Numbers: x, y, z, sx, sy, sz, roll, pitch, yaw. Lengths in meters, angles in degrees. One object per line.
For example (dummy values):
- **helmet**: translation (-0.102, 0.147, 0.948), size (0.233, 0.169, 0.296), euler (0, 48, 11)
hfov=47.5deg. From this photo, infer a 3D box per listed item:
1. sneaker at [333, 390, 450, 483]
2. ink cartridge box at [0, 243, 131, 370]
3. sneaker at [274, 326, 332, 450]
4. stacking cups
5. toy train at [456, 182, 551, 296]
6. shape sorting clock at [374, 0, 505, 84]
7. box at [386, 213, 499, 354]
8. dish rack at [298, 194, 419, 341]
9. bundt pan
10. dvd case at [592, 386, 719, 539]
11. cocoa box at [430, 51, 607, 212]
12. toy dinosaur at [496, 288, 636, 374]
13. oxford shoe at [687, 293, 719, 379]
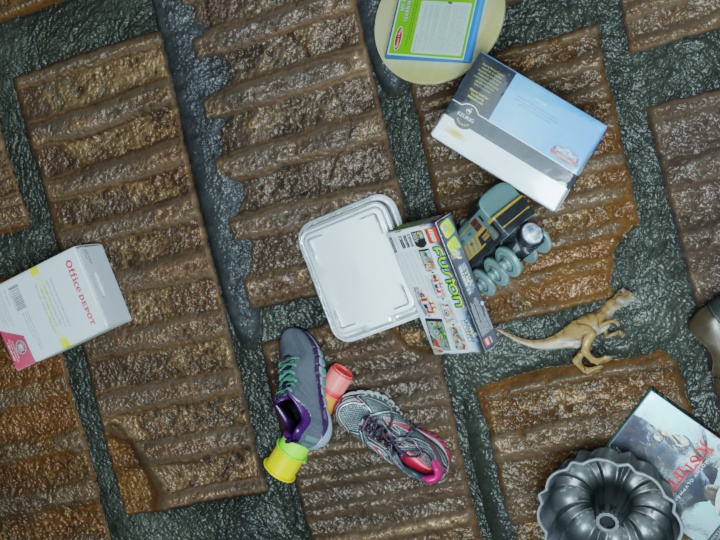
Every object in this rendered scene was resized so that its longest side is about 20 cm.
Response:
- **sneaker**: translation (0.049, 0.251, 1.251), size (0.198, 0.075, 0.081), euler (28, 102, 7)
- **ink cartridge box**: translation (-0.506, 0.060, 1.377), size (0.198, 0.083, 0.147), euler (-23, 90, 16)
- **sneaker**: translation (-0.098, 0.170, 1.244), size (0.074, 0.087, 0.202), euler (-31, 59, 24)
- **stacking cups**: translation (-0.081, 0.239, 1.295), size (0.060, 0.060, 0.201), euler (33, 103, 9)
- **toy train**: translation (0.187, -0.041, 1.136), size (0.085, 0.200, 0.114), euler (-35, 83, -18)
- **shape sorting clock**: translation (0.112, -0.362, 1.173), size (0.198, 0.039, 0.203), euler (-4, 79, 21)
- **box**: translation (0.118, 0.024, 1.188), size (0.109, 0.035, 0.202), euler (-9, 106, 51)
- **dish rack**: translation (0.000, 0.000, 1.258), size (0.170, 0.044, 0.202), euler (-21, 91, 15)
- **bundt pan**: translation (0.356, 0.339, 1.167), size (0.200, 0.076, 0.204), euler (8, 111, 22)
- **dvd case**: translation (0.459, 0.285, 1.178), size (0.199, 0.022, 0.147), euler (36, 103, 8)
- **cocoa box**: translation (0.220, -0.188, 1.131), size (0.199, 0.133, 0.132), euler (33, 100, 9)
- **toy dinosaur**: translation (0.312, 0.097, 1.188), size (0.198, 0.060, 0.107), euler (-26, 65, 11)
- **oxford shoe**: translation (0.530, 0.131, 1.125), size (0.200, 0.073, 0.084), euler (50, 121, 8)
